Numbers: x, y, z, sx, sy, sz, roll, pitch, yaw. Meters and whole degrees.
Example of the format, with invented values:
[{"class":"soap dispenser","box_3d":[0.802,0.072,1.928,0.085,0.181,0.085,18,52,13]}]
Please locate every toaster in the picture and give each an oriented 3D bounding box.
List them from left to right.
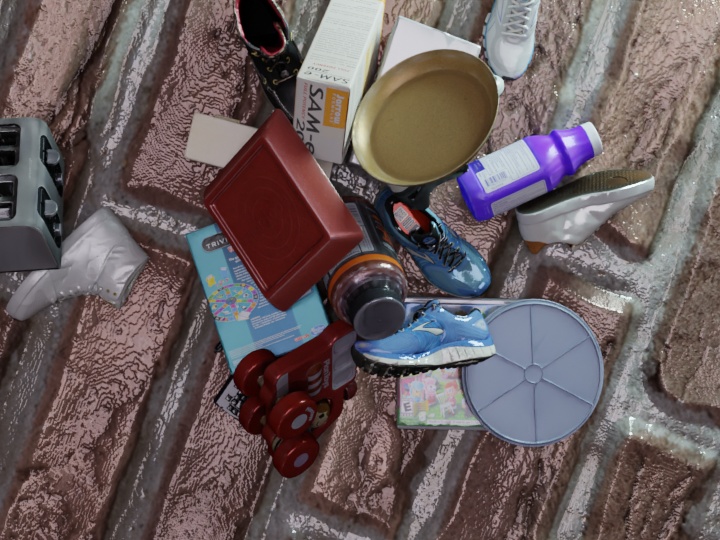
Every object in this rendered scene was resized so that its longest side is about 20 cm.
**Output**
[{"class":"toaster","box_3d":[-0.491,-0.096,1.651,0.196,0.119,0.183,-3,58,-4]}]

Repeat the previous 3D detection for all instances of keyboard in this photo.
[{"class":"keyboard","box_3d":[-0.138,0.109,1.746,0.126,0.021,0.201,36,90,-2]}]

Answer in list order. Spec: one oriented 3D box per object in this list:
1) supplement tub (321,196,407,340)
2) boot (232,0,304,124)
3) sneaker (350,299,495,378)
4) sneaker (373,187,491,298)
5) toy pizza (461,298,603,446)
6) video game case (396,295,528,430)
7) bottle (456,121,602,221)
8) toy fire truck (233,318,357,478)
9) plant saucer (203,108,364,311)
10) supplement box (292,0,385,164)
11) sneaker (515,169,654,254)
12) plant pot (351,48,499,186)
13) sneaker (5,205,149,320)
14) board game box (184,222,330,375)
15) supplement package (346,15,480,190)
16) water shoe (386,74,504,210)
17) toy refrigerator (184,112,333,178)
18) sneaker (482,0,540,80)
[{"class":"supplement tub","box_3d":[0.000,0.000,1.648,0.105,0.201,0.108,-10,132,-11]},{"class":"boot","box_3d":[-0.112,-0.285,1.663,0.072,0.151,0.203,-23,93,0]},{"class":"sneaker","box_3d":[0.079,0.089,1.668,0.197,0.079,0.091,-6,76,-19]},{"class":"sneaker","box_3d":[0.096,-0.033,1.708,0.199,0.090,0.079,40,92,-3]},{"class":"toy pizza","box_3d":[0.236,0.140,1.726,0.196,0.032,0.204,0,92,-3]},{"class":"video game case","box_3d":[0.150,0.130,1.750,0.196,0.022,0.186,1,92,-1]},{"class":"bottle","box_3d":[0.232,-0.140,1.709,0.198,0.084,0.066,-25,134,0]},{"class":"toy fire truck","box_3d":[-0.071,0.169,1.680,0.166,0.202,0.112,-28,52,-24]},{"class":"plant saucer","box_3d":[-0.113,-0.070,1.617,0.199,0.037,0.201,-41,81,41]},{"class":"supplement box","box_3d":[-0.029,-0.255,1.626,0.072,0.202,0.127,13,137,5]},{"class":"sneaker","box_3d":[0.313,-0.079,1.729,0.197,0.073,0.086,-17,116,-1]},{"class":"plant pot","box_3d":[0.083,-0.186,1.560,0.197,0.028,0.203,-13,57,21]},{"class":"sneaker","box_3d":[-0.381,0.022,1.713,0.200,0.074,0.116,-44,89,0]},{"class":"board game box","box_3d":[-0.137,0.022,1.712,0.149,0.047,0.203,-19,82,-1]},{"class":"supplement package","box_3d":[0.069,-0.220,1.683,0.120,0.120,0.203,20,93,-3]},{"class":"water shoe","box_3d":[0.115,-0.165,1.607,0.200,0.071,0.079,-44,124,-2]},{"class":"toy refrigerator","box_3d":[-0.134,-0.161,1.707,0.197,0.076,0.071,14,92,-1]},{"class":"sneaker","box_3d":[0.211,-0.361,1.698,0.074,0.087,0.204,6,94,-3]}]
